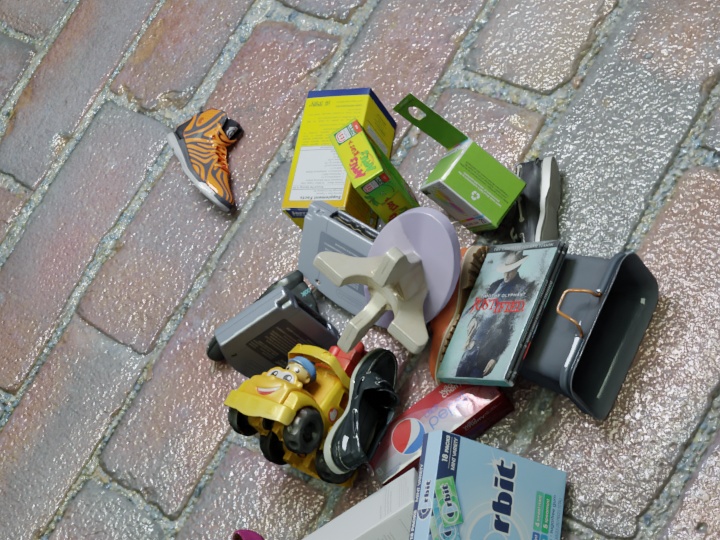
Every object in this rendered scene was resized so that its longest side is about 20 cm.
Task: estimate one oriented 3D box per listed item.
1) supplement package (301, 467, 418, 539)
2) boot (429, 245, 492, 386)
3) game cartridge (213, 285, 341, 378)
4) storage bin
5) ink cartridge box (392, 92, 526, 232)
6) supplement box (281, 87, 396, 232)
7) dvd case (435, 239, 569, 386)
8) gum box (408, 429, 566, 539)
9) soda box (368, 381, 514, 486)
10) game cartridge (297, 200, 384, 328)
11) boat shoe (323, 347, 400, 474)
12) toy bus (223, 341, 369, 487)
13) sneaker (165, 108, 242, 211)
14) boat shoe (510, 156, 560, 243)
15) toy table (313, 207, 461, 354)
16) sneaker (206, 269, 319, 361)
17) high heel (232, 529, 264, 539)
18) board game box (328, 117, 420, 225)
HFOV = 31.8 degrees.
[{"bbox_3d":[0.017,0.364,1.583,0.199,0.120,0.122,-33,98,8],"label":"supplement package"},{"bbox_3d":[0.121,0.065,1.740,0.107,0.075,0.202,1,71,47],"label":"boot"},{"bbox_3d":[-0.117,0.096,1.753,0.132,0.200,0.042,-30,61,9],"label":"game cartridge"},{"bbox_3d":[0.269,0.067,1.624,0.133,0.145,0.202,14,72,40],"label":"storage bin"},{"bbox_3d":[0.114,-0.144,1.734,0.199,0.148,0.076,37,85,-6],"label":"ink cartridge box"},{"bbox_3d":[-0.030,-0.157,1.887,0.108,0.110,0.202,1,66,26],"label":"supplement box"},{"bbox_3d":[0.181,0.054,1.630,0.145,0.022,0.202,-4,56,58],"label":"dvd case"},{"bbox_3d":[0.154,0.303,1.529,0.044,0.198,0.172,-24,50,55],"label":"gum box"},{"bbox_3d":[0.101,0.208,1.676,0.199,0.063,0.070,-38,56,6],"label":"soda box"},{"bbox_3d":[0.000,0.000,1.786,0.199,0.134,0.040,31,37,23],"label":"game cartridge"},{"bbox_3d":[0.018,0.177,1.654,0.066,0.075,0.200,-17,29,40],"label":"boat shoe"},{"bbox_3d":[-0.061,0.167,1.696,0.135,0.200,0.193,13,67,40],"label":"toy bus"},{"bbox_3d":[-0.230,-0.189,2.020,0.112,0.078,0.201,-39,56,5],"label":"sneaker"},{"bbox_3d":[0.235,-0.065,1.735,0.060,0.074,0.202,-6,63,25],"label":"boat shoe"},{"bbox_3d":[0.039,0.019,1.658,0.183,0.202,0.117,31,39,22],"label":"toy table"},{"bbox_3d":[-0.145,0.084,1.848,0.199,0.075,0.080,-38,91,25],"label":"sneaker"},{"bbox_3d":[-0.143,0.444,1.662,0.067,0.096,0.202,-19,59,16],"label":"high heel"},{"bbox_3d":[0.032,-0.118,1.782,0.047,0.200,0.102,-32,56,8],"label":"board game box"}]
